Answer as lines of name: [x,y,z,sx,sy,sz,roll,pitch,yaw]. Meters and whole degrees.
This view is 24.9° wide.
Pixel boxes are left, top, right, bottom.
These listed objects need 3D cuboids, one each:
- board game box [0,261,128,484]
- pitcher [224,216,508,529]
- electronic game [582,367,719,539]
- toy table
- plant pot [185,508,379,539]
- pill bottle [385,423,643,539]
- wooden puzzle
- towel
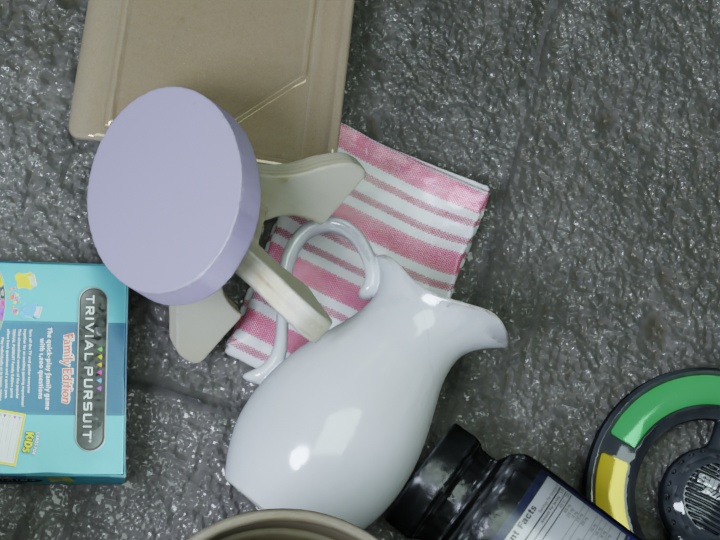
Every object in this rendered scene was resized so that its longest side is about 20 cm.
board game box: [-0.262,0.071,1.131,0.199,0.047,0.152,2,76,-11]
pitcher: [-0.021,0.075,1.133,0.171,0.121,0.200,36,80,15]
electronic game: [0.261,0.172,1.214,0.199,0.042,0.201,3,76,-10]
toy table: [-0.095,-0.032,1.111,0.184,0.201,0.117,-40,131,18]
plant pot: [-0.057,0.254,0.999,0.199,0.174,0.201,2,77,-10]
pill bottle: [0.121,0.200,1.136,0.200,0.112,0.112,36,73,8]
wooden puzzle: [-0.108,-0.169,1.224,0.199,0.037,0.186,7,73,-4]
towel: [0.000,0.000,1.209,0.146,0.030,0.201,23,74,-4]
